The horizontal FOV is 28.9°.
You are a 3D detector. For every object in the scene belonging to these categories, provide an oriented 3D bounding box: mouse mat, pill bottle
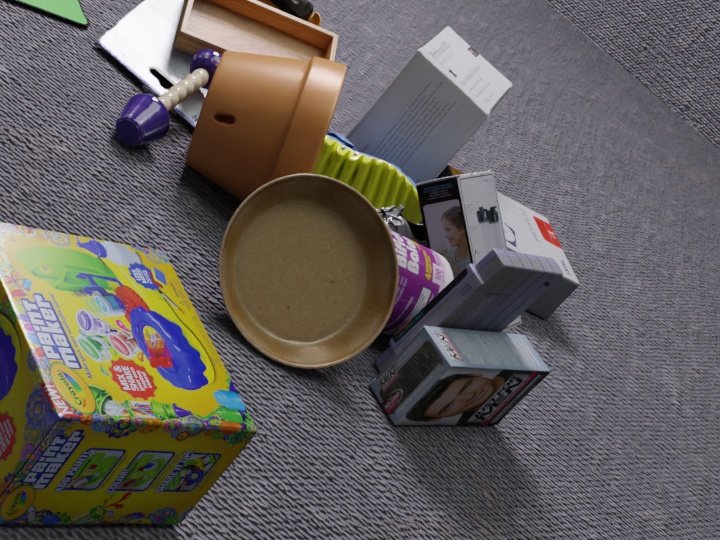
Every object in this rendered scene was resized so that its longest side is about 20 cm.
[{"bbox_3d":[-0.420,-0.377,1.700,0.160,0.008,0.201,15,36,-44],"label":"mouse mat"},{"bbox_3d":[0.000,0.000,1.561,0.199,0.112,0.113,24,29,-34],"label":"pill bottle"}]

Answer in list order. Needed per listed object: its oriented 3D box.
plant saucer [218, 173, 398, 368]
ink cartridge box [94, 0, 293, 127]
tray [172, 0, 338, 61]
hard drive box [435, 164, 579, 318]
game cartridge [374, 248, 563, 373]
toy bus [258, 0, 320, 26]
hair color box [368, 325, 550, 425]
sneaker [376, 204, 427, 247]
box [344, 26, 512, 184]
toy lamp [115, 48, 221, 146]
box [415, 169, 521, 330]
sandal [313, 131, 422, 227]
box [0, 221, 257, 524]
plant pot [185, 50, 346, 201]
[{"bbox_3d":[-0.057,0.002,1.448,0.200,0.201,0.035,33,-17,-17],"label":"plant saucer"},{"bbox_3d":[-0.205,-0.262,1.746,0.199,0.041,0.200,41,50,0],"label":"ink cartridge box"},{"bbox_3d":[-0.130,-0.288,1.755,0.199,0.037,0.099,20,54,-16],"label":"tray"},{"bbox_3d":[0.191,-0.039,1.950,0.199,0.077,0.156,25,30,-33],"label":"hard drive box"},{"bbox_3d":[0.118,0.051,1.542,0.129,0.200,0.039,12,41,-48],"label":"game cartridge"},{"bbox_3d":[-0.154,-0.351,1.912,0.200,0.136,0.192,38,6,-2],"label":"toy bus"},{"bbox_3d":[0.113,0.119,1.544,0.199,0.099,0.061,8,41,-50],"label":"hair color box"},{"bbox_3d":[0.017,-0.058,1.716,0.199,0.082,0.075,19,31,-41],"label":"sneaker"},{"bbox_3d":[0.087,-0.208,1.929,0.131,0.200,0.199,41,25,-1],"label":"box"},{"bbox_3d":[-0.218,-0.199,1.609,0.058,0.058,0.200,40,38,-3],"label":"toy lamp"},{"bbox_3d":[0.136,-0.019,1.731,0.116,0.060,0.202,-17,96,-61],"label":"box"},{"bbox_3d":[0.000,-0.124,1.795,0.199,0.080,0.087,35,16,5],"label":"sandal"},{"bbox_3d":[-0.220,0.083,1.091,0.192,0.122,0.201,10,39,-47],"label":"box"},{"bbox_3d":[-0.113,-0.164,1.595,0.139,0.201,0.200,21,27,-6],"label":"plant pot"}]
